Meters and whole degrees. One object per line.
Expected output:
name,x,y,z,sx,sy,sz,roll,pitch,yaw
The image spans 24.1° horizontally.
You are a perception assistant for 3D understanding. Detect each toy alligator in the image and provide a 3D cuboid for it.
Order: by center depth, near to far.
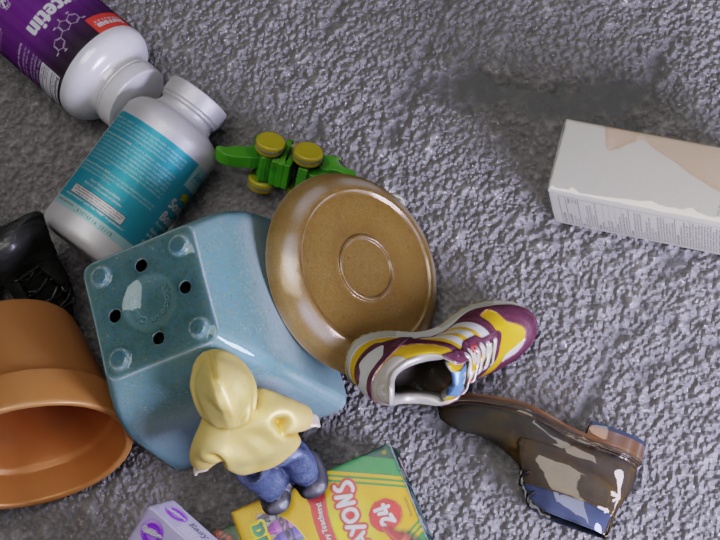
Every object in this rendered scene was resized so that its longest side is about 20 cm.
toy alligator,-0.047,-0.103,1.709,0.199,0.059,0.054,15,39,2

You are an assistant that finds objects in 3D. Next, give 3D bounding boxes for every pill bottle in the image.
pill bottle,-0.221,-0.098,1.710,0.111,0.111,0.200,34,83,19
pill bottle,-0.301,-0.235,1.769,0.200,0.112,0.113,40,84,20

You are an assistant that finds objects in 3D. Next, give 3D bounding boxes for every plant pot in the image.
plant pot,-0.155,0.053,1.589,0.195,0.200,0.197,-21,69,13
plant pot,0.000,0.000,1.604,0.027,0.199,0.201,-22,63,50
plant pot,-0.330,0.121,1.629,0.199,0.200,0.140,-20,59,5

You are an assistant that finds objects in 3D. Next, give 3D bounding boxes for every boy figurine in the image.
boy figurine,-0.103,0.147,1.518,0.124,0.200,0.065,-26,46,7

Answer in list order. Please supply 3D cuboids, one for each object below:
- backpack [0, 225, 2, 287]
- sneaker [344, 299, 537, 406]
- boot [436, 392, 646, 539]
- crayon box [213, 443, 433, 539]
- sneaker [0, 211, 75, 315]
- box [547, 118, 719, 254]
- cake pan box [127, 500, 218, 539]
backpack,-0.452,0.012,1.688,0.146,0.183,0.201,12,80,16
sneaker,0.090,0.086,1.565,0.199,0.075,0.090,-16,27,-22
boot,0.156,0.178,1.564,0.199,0.075,0.097,13,73,14
crayon box,-0.036,0.262,1.591,0.199,0.051,0.127,-25,70,4
sneaker,-0.318,0.003,1.658,0.076,0.200,0.091,-32,79,-3
box,0.285,-0.076,1.605,0.199,0.095,0.078,13,75,14
cake pan box,-0.167,0.342,1.567,0.200,0.052,0.184,38,101,21
